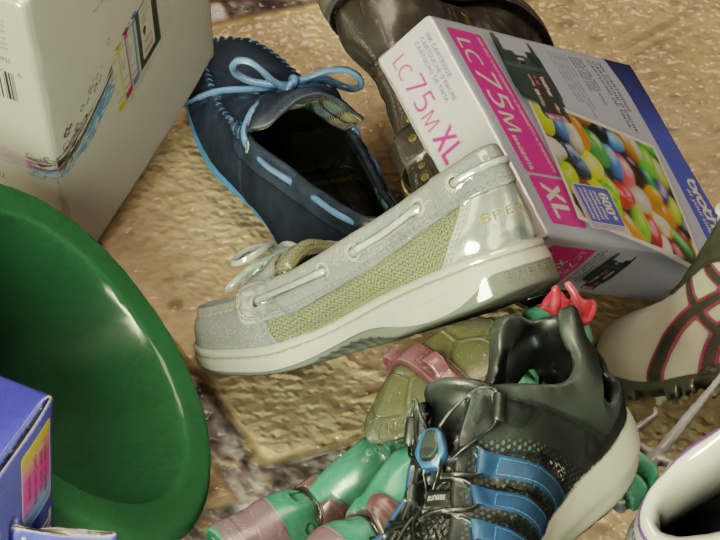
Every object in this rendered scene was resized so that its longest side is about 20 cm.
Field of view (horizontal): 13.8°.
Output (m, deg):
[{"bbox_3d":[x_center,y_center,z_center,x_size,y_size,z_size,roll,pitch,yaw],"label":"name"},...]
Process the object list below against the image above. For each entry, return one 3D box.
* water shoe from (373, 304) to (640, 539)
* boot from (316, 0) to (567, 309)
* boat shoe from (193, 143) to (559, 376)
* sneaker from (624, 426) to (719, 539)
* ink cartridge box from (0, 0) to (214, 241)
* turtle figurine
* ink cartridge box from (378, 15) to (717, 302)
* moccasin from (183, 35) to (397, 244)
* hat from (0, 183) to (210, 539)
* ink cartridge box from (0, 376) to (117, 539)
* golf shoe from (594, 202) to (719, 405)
[{"bbox_3d":[0.031,0.080,1.042,0.071,0.079,0.200,-11,19,33],"label":"water shoe"},{"bbox_3d":[0.055,-0.054,1.397,0.200,0.069,0.175,19,43,-54],"label":"boot"},{"bbox_3d":[-0.001,0.000,1.250,0.074,0.065,0.201,-15,-1,-40],"label":"boat shoe"},{"bbox_3d":[0.195,0.081,1.120,0.199,0.114,0.073,-21,63,-8],"label":"sneaker"},{"bbox_3d":[-0.163,-0.132,1.327,0.147,0.200,0.145,23,60,15],"label":"ink cartridge box"},{"bbox_3d":[0.041,0.073,1.187,0.199,0.150,0.101,-33,93,-19],"label":"turtle figurine"},{"bbox_3d":[0.100,-0.045,1.333,0.200,0.042,0.120,10,48,-55],"label":"ink cartridge box"},{"bbox_3d":[-0.020,-0.058,1.397,0.080,0.069,0.200,-13,43,-27],"label":"moccasin"},{"bbox_3d":[-0.187,0.071,1.236,0.201,0.176,0.165,58,27,9],"label":"hat"},{"bbox_3d":[-0.190,0.091,1.112,0.199,0.137,0.076,22,46,15],"label":"ink cartridge box"},{"bbox_3d":[0.172,0.007,1.276,0.077,0.089,0.199,-17,2,-40],"label":"golf shoe"}]
